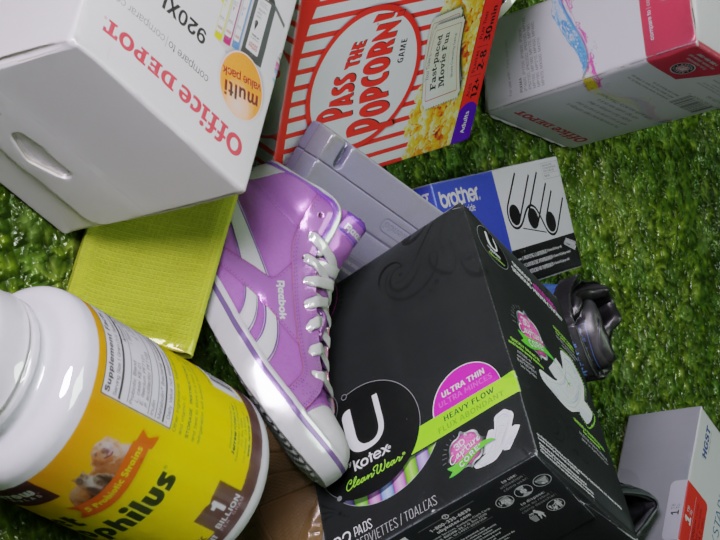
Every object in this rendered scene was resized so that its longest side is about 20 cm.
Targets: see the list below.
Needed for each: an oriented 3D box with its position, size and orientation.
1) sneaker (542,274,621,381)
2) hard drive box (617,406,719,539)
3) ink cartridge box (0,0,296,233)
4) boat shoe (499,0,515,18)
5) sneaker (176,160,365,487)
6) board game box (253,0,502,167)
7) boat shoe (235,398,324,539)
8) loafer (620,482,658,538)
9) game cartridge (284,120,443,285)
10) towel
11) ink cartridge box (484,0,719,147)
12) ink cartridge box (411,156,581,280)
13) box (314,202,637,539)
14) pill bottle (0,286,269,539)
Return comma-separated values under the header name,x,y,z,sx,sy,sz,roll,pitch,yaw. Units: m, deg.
name,x,y,z,sx,sy,sz,roll,pitch,yaw
sneaker,0.131,0.067,1.272,0.200,0.110,0.077,-41,114,-50
hard drive box,0.299,0.244,1.486,0.200,0.076,0.157,48,45,-35
ink cartridge box,-0.136,-0.149,0.936,0.147,0.143,0.202,41,51,-41
boat shoe,0.091,-0.269,1.326,0.066,0.074,0.201,36,39,-25
sneaker,-0.033,0.021,0.991,0.202,0.113,0.073,60,-6,20
board game box,0.007,-0.142,1.114,0.199,0.046,0.153,-20,134,-40
boat shoe,-0.040,0.175,1.055,0.069,0.070,0.202,40,42,-66
loafer,0.171,0.207,1.324,0.200,0.070,0.069,-16,93,-54
game cartridge,0.000,0.000,1.127,0.199,0.038,0.130,34,93,-45
towel,-0.115,-0.045,0.993,0.018,0.085,0.202,85,16,-60
ink cartridge box,0.219,-0.176,1.382,0.147,0.198,0.087,15,68,-51
ink cartridge box,0.102,-0.030,1.315,0.199,0.044,0.095,-16,92,-54
box,0.056,0.093,1.026,0.124,0.148,0.201,41,25,-40
pill bottle,-0.146,0.080,0.891,0.199,0.108,0.110,35,54,-44
